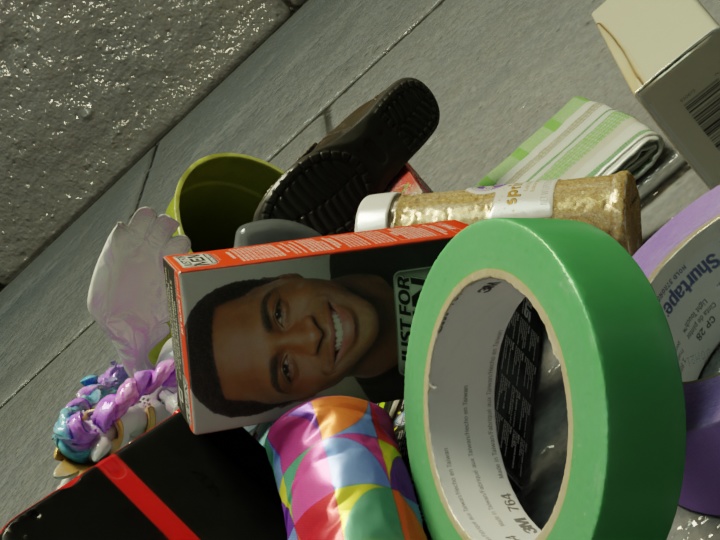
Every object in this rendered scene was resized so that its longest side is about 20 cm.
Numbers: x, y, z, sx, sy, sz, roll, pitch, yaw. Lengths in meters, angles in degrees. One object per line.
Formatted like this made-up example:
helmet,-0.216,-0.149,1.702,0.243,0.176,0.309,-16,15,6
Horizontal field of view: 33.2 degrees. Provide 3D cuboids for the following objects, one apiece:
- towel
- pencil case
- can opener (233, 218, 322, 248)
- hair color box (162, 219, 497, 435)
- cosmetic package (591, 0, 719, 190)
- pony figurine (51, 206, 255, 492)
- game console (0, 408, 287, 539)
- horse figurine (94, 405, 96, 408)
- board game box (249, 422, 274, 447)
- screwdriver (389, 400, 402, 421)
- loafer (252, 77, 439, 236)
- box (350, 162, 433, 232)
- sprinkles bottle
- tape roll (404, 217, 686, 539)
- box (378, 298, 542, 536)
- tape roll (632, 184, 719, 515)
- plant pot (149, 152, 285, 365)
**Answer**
towel,0.166,-0.078,1.017,0.149,0.031,0.200,-40,17,6
pencil case,-0.003,0.167,0.666,0.088,0.088,0.201,-36,42,23
can opener,0.000,0.000,0.933,0.053,0.197,0.068,-173,88,-80
hair color box,-0.017,0.032,0.753,0.197,0.103,0.061,-8,13,-17
cosmetic package,0.238,-0.147,0.882,0.073,0.104,0.201,-38,19,18
pony figurine,-0.128,0.072,0.867,0.194,0.166,0.200,-54,-12,10
game console,-0.085,0.178,0.701,0.176,0.199,0.031,-33,-25,-43
horse figurine,-0.233,0.145,1.321,0.131,0.050,0.200,-25,13,4
board game box,-0.069,0.145,0.876,0.151,0.047,0.201,-52,11,45
screwdriver,0.025,0.080,0.816,0.028,0.029,0.201,-28,19,37
loafer,-0.014,-0.082,1.026,0.200,0.073,0.071,-41,12,-19
box,0.035,-0.028,1.063,0.094,0.103,0.200,-40,18,7
sprinkles bottle,0.097,-0.028,0.860,0.197,0.069,0.069,-4,36,22
tape roll,0.087,0.074,0.631,0.200,0.048,0.204,180,90,-66
box,0.038,0.110,0.853,0.192,0.048,0.201,-31,22,28
tape roll,0.211,0.027,0.631,0.200,0.066,0.201,-40,19,16
plant pot,-0.143,0.020,1.237,0.193,0.199,0.201,-45,14,39
